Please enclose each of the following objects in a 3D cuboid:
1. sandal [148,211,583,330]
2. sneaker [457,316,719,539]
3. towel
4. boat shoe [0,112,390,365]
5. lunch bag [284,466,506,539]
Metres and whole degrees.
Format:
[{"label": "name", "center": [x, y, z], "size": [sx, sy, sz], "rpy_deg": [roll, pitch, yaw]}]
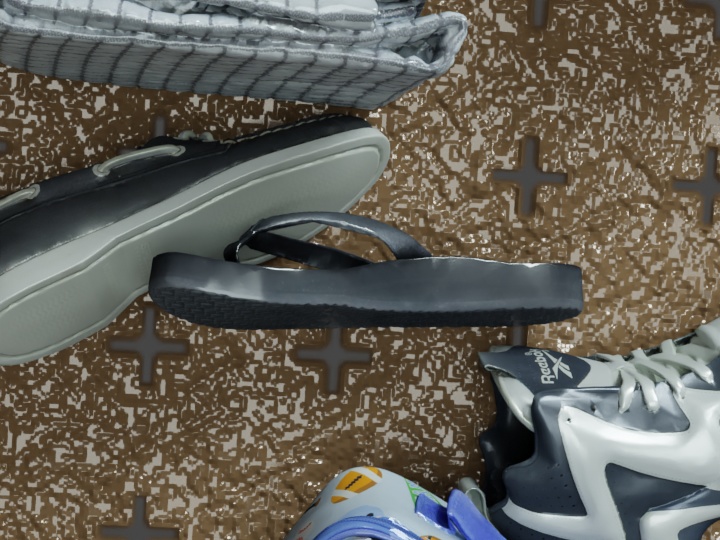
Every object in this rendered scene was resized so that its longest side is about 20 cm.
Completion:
[{"label": "sandal", "center": [0.000, 0.000, 1.055], "size": [0.199, 0.076, 0.043], "rpy_deg": [1, 80, -27]}, {"label": "sneaker", "center": [0.120, 0.050, 1.076], "size": [0.129, 0.080, 0.200], "rpy_deg": [35, 100, -17]}, {"label": "towel", "center": [-0.063, -0.121, 0.999], "size": [0.198, 0.166, 0.086], "rpy_deg": [5, 88, -7]}, {"label": "boat shoe", "center": [-0.084, -0.027, 1.055], "size": [0.199, 0.074, 0.061], "rpy_deg": [-26, 60, -11]}, {"label": "lunch bag", "center": [0.032, 0.183, 1.058], "size": [0.199, 0.076, 0.161], "rpy_deg": [33, 111, -8]}]
